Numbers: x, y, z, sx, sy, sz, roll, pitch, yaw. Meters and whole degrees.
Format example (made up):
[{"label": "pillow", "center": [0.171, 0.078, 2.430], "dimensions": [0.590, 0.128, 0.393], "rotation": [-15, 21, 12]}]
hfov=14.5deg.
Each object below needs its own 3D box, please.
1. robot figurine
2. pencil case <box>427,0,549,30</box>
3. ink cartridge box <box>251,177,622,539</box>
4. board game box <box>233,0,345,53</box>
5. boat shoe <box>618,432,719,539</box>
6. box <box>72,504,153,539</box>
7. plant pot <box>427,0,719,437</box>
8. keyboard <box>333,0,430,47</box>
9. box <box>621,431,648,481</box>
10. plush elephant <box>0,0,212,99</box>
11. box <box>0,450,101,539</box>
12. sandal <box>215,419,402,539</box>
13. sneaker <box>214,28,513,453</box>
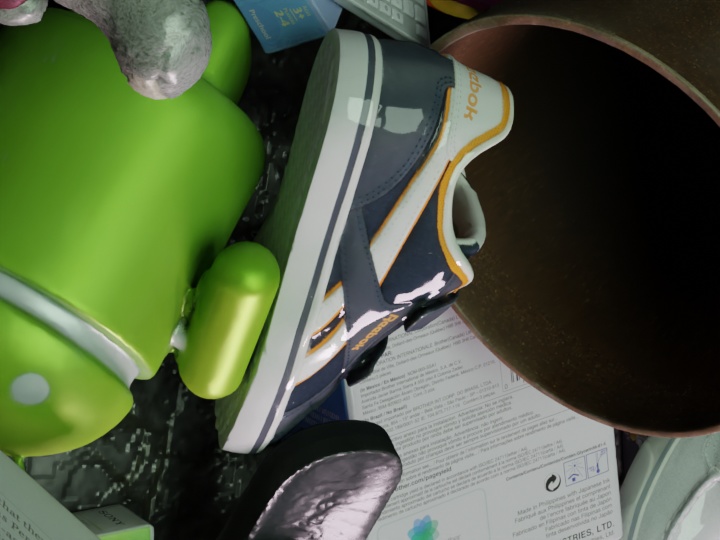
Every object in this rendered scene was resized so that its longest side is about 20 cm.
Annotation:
[{"label": "robot figurine", "center": [-0.112, -0.018, 1.072], "dimensions": [0.175, 0.116, 0.201], "rotation": [28, 78, 3]}, {"label": "pencil case", "center": [0.070, -0.200, 1.162], "dimensions": [0.088, 0.088, 0.201], "rotation": [13, 98, -34]}, {"label": "ink cartridge box", "center": [0.034, 0.035, 1.211], "dimensions": [0.136, 0.076, 0.201], "rotation": [-18, 114, -28]}, {"label": "board game box", "center": [-0.052, -0.206, 1.062], "dimensions": [0.200, 0.036, 0.152], "rotation": [57, 34, -31]}, {"label": "boat shoe", "center": [0.189, 0.080, 1.282], "dimensions": [0.200, 0.068, 0.072], "rotation": [-48, 123, -11]}, {"label": "box", "center": [-0.178, 0.182, 1.149], "dimensions": [0.199, 0.036, 0.145], "rotation": [-8, 108, -29]}, {"label": "plant pot", "center": [0.145, -0.066, 1.132], "dimensions": [0.200, 0.186, 0.188], "rotation": [-41, 123, -37]}, {"label": "keyboard", "center": [-0.031, -0.139, 1.025], "dimensions": [0.200, 0.011, 0.057], "rotation": [27, 58, -52]}, {"label": "box", "center": [0.179, 0.108, 1.347], "dimensions": [0.110, 0.035, 0.201], "rotation": [-14, 111, -28]}, {"label": "plush elephant", "center": [-0.164, -0.103, 0.884], "dimensions": [0.200, 0.165, 0.155], "rotation": [39, 76, 9]}, {"label": "box", "center": [-0.213, 0.138, 0.990], "dimensions": [0.199, 0.131, 0.200], "rotation": [-41, 109, 15]}, {"label": "sandal", "center": [-0.035, 0.139, 1.161], "dimensions": [0.075, 0.048, 0.201], "rotation": [-6, 143, -25]}, {"label": "sneaker", "center": [0.000, 0.000, 1.080], "dimensions": [0.079, 0.079, 0.200], "rotation": [10, 133, -15]}]
